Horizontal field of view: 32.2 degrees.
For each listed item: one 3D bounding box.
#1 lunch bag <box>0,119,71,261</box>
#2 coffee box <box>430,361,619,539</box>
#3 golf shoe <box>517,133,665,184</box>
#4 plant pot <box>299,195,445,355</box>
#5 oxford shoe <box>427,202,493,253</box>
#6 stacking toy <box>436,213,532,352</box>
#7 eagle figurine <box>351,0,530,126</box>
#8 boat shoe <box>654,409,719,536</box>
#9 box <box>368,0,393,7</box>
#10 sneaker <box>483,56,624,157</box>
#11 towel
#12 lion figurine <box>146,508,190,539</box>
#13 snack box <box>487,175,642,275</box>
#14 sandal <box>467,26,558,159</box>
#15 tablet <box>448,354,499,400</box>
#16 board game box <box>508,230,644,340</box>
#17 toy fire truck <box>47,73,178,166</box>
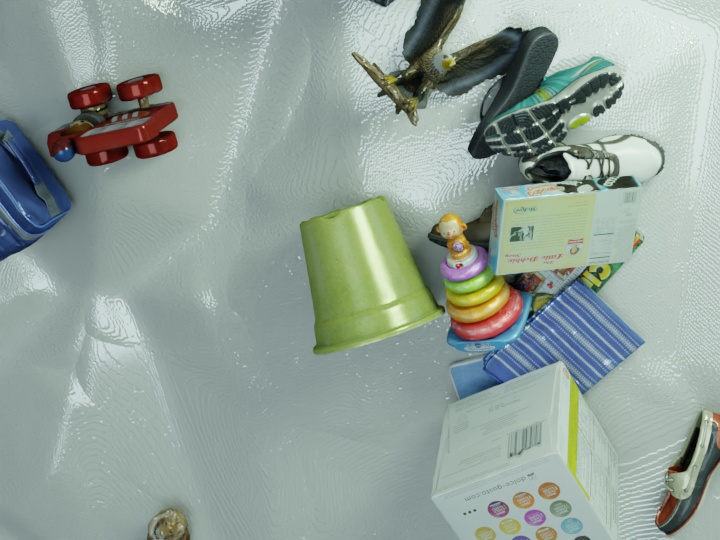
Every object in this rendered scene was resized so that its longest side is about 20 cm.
[{"bbox_3d":[-0.540,-0.132,1.879,0.132,0.136,0.201,-32,98,22],"label":"lunch bag"},{"bbox_3d":[0.240,0.293,1.773,0.198,0.201,0.199,-24,116,23],"label":"coffee box"},{"bbox_3d":[0.311,-0.136,1.682,0.197,0.095,0.079,-3,108,14],"label":"golf shoe"},{"bbox_3d":[0.000,0.000,1.775,0.198,0.200,0.187,-17,93,19],"label":"plant pot"},{"bbox_3d":[0.191,-0.063,1.763,0.197,0.073,0.086,0,86,18],"label":"oxford shoe"},{"bbox_3d":[0.152,0.005,1.718,0.115,0.110,0.201,-5,127,29],"label":"stacking toy"},{"bbox_3d":[0.113,-0.292,1.674,0.200,0.151,0.152,-45,140,-5],"label":"eagle figurine"},{"bbox_3d":[0.475,0.293,1.808,0.062,0.071,0.202,22,109,-11],"label":"boat shoe"},{"bbox_3d":[0.007,-0.426,1.593,0.147,0.200,0.105,25,115,5],"label":"box"},{"bbox_3d":[0.255,-0.218,1.662,0.198,0.080,0.078,-27,128,6],"label":"sneaker"},{"bbox_3d":[0.289,0.120,1.801,0.145,0.024,0.200,41,114,-11],"label":"towel"},{"bbox_3d":[-0.303,0.491,2.096,0.122,0.073,0.201,-32,114,9],"label":"lion figurine"},{"bbox_3d":[0.271,-0.060,1.662,0.197,0.037,0.117,-6,123,-13],"label":"snack box"},{"bbox_3d":[0.204,-0.240,1.692,0.043,0.076,0.202,46,119,36],"label":"sandal"},{"bbox_3d":[0.220,0.218,1.881,0.129,0.014,0.202,-14,105,19],"label":"tablet"},{"bbox_3d":[0.299,-0.004,1.773,0.104,0.023,0.201,36,115,-3],"label":"board game box"},{"bbox_3d":[-0.363,-0.202,1.789,0.197,0.168,0.114,-8,108,17],"label":"toy fire truck"}]
